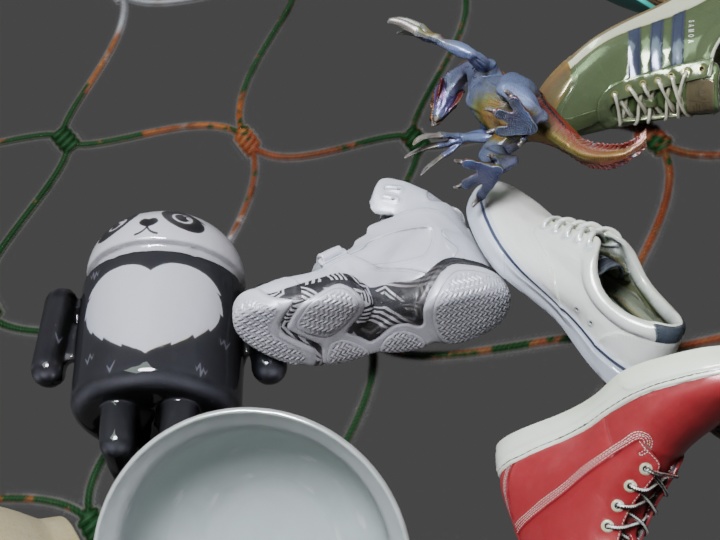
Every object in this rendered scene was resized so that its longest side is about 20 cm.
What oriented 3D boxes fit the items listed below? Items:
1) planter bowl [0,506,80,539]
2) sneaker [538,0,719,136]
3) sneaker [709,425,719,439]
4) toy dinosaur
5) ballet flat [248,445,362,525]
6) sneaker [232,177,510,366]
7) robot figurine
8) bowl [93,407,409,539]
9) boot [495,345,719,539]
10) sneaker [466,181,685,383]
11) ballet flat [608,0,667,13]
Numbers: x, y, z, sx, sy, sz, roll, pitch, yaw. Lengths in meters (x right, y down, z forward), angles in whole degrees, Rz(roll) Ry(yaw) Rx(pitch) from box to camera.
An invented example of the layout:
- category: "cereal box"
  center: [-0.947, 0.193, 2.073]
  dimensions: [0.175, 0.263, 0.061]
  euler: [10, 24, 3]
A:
- category: "planter bowl"
  center: [-0.238, 0.234, 0.901]
  dimensions: [0.134, 0.201, 0.200]
  euler: [-15, 50, -23]
- category: "sneaker"
  center: [0.232, -0.146, 1.047]
  dimensions: [0.200, 0.067, 0.090]
  euler: [-32, 50, -6]
- category: "sneaker"
  center: [0.315, 0.076, 0.890]
  dimensions: [0.199, 0.071, 0.076]
  euler: [2, 40, 16]
- category: "toy dinosaur"
  center: [0.102, -0.112, 1.046]
  dimensions: [0.199, 0.105, 0.182]
  euler: [17, 25, 2]
- category: "ballet flat"
  center: [-0.091, 0.165, 0.968]
  dimensions: [0.199, 0.046, 0.068]
  euler: [-21, 53, 5]
- category: "sneaker"
  center: [0.000, 0.000, 1.008]
  dimensions: [0.199, 0.075, 0.115]
  euler: [-5, 48, -14]
- category: "robot figurine"
  center: [-0.144, 0.052, 1.010]
  dimensions: [0.125, 0.150, 0.201]
  euler: [-36, 43, 43]
- category: "bowl"
  center: [-0.063, 0.182, 0.899]
  dimensions: [0.200, 0.090, 0.202]
  euler: [0, 92, 6]
- category: "boot"
  center: [0.172, 0.141, 0.847]
  dimensions: [0.200, 0.072, 0.145]
  euler: [-36, 47, 36]
- category: "sneaker"
  center: [0.153, -0.005, 0.971]
  dimensions: [0.073, 0.071, 0.200]
  euler: [-14, 51, -41]
- category: "ballet flat"
  center: [0.177, -0.264, 1.141]
  dimensions: [0.200, 0.068, 0.073]
  euler: [25, 91, 35]
